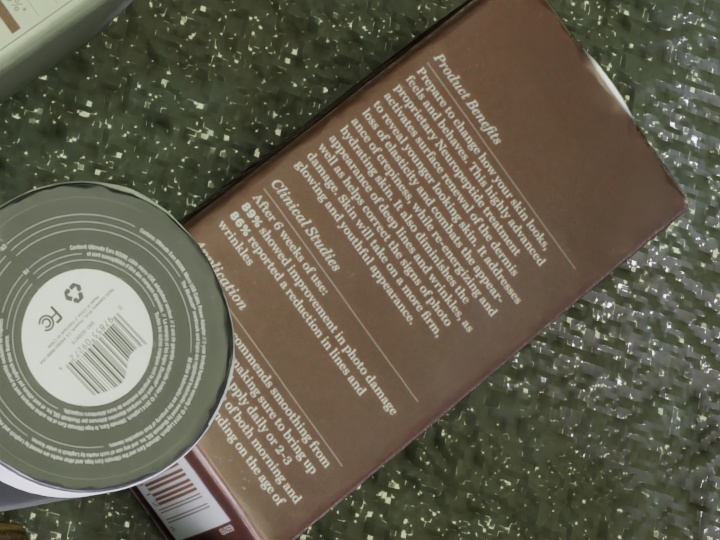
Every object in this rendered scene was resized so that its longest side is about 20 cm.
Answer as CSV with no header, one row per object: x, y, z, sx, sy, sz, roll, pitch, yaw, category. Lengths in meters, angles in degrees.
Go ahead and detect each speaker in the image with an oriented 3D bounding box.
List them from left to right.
-0.104,0.028,0.832,0.081,0.200,0.082,3,82,-22,speaker

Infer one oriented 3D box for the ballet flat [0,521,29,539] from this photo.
-0.169,0.128,0.847,0.072,0.068,0.200,19,42,18,ballet flat

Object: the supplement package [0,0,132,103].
-0.162,-0.083,0.876,0.200,0.117,0.118,-39,93,-27,supplement package

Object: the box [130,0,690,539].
0.000,0.000,0.958,0.200,0.075,0.100,-38,95,-25,box
